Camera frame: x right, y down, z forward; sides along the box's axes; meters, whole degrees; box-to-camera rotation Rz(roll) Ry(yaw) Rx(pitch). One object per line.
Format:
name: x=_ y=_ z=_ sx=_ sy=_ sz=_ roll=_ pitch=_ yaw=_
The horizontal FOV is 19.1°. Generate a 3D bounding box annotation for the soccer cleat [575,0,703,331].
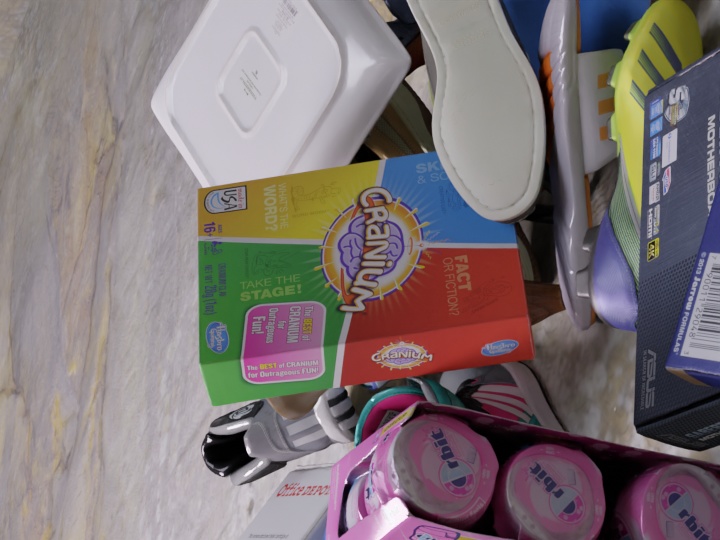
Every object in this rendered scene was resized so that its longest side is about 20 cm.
soccer cleat: x=0.179 y=-0.060 z=1.213 sx=0.083 sy=0.065 sz=0.202 roll=-3 pitch=67 yaw=39

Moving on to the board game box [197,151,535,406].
board game box: x=0.000 y=0.000 z=1.321 sx=0.040 sy=0.198 sz=0.154 roll=77 pitch=-175 yaw=-46

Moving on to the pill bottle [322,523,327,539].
pill bottle: x=0.014 y=0.241 z=1.353 sx=0.112 sy=0.111 sz=0.202 roll=-151 pitch=75 yaw=-70

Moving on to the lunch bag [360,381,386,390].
lunch bag: x=-0.016 y=-0.012 z=1.544 sx=0.082 sy=0.162 sz=0.200 roll=-31 pitch=18 yaw=-5

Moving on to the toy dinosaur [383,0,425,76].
toy dinosaur: x=0.022 y=-0.148 z=1.529 sx=0.105 sy=0.180 sz=0.202 roll=99 pitch=166 yaw=-72

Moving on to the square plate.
square plate: x=-0.066 y=-0.127 z=1.451 sx=0.199 sy=0.028 sz=0.200 roll=-57 pitch=49 yaw=28

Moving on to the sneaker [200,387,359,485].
sneaker: x=-0.063 y=0.111 z=1.577 sx=0.200 sy=0.115 sz=0.076 roll=109 pitch=138 yaw=-86

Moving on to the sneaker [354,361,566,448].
sneaker: x=0.051 y=0.099 z=1.334 sx=0.200 sy=0.120 sz=0.084 roll=-126 pitch=53 yaw=-65

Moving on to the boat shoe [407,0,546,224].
boat shoe: x=0.076 y=-0.114 z=1.332 sx=0.060 sy=0.072 sz=0.203 roll=49 pitch=-156 yaw=-62

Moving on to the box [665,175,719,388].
box: x=0.234 y=0.003 z=0.944 sx=0.199 sy=0.032 sz=0.122 roll=8 pitch=76 yaw=48

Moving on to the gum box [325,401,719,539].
gum box: x=0.084 y=0.130 z=1.106 sx=0.114 sy=0.198 sz=0.067 roll=135 pitch=144 yaw=-57

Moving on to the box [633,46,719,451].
box: x=0.205 y=-0.025 z=1.078 sx=0.157 sy=0.051 sz=0.202 roll=-28 pitch=51 yaw=53

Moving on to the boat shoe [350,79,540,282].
boat shoe: x=0.037 y=-0.043 z=1.415 sx=0.200 sy=0.076 sz=0.072 roll=51 pitch=151 yaw=25

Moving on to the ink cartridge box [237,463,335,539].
ink cartridge box: x=-0.054 y=0.235 z=1.473 sx=0.200 sy=0.083 sz=0.146 roll=-52 pitch=13 yaw=-18

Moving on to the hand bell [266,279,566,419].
hand bell: x=0.038 y=0.030 z=1.375 sx=0.199 sy=0.104 sz=0.105 roll=-10 pitch=59 yaw=23

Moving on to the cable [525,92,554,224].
cable: x=0.106 y=-0.054 z=1.426 sx=0.097 sy=0.050 sz=0.200 roll=54 pitch=158 yaw=17

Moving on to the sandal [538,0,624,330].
sandal: x=0.145 y=-0.070 z=1.300 sx=0.079 sy=0.059 sz=0.209 roll=-120 pitch=24 yaw=-81

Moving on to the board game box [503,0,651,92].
board game box: x=0.148 y=-0.186 z=1.338 sx=0.158 sy=0.039 sz=0.201 roll=44 pitch=143 yaw=46
